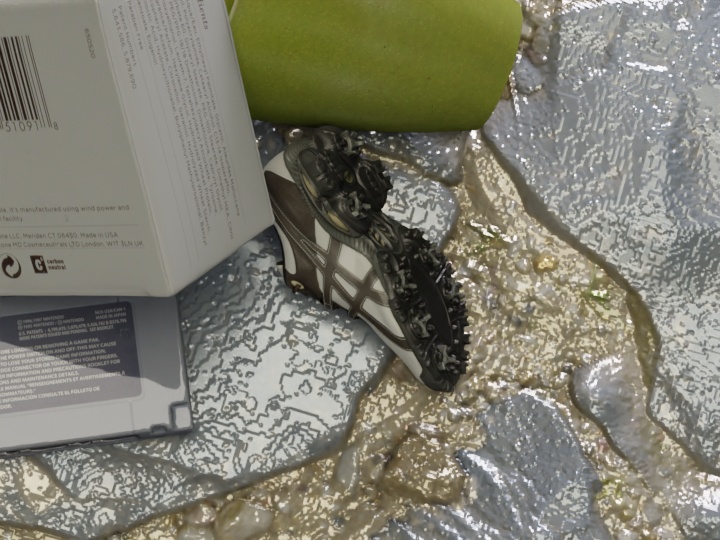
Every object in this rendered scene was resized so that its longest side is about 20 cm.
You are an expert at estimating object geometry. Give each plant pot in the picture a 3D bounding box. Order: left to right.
[{"bbox_3d":[0.001,-0.170,1.672,0.199,0.187,0.188,17,76,-13],"label":"plant pot"}]

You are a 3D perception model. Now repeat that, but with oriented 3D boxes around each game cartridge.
[{"bbox_3d":[-0.218,0.056,1.667,0.199,0.041,0.134,-7,81,-4],"label":"game cartridge"}]

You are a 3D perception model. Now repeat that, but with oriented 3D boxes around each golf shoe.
[{"bbox_3d":[0.000,0.000,1.678,0.201,0.094,0.078,59,37,-9],"label":"golf shoe"}]

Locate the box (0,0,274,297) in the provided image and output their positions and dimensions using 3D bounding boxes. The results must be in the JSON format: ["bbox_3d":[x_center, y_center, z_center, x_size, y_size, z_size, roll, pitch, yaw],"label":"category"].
[{"bbox_3d":[-0.185,-0.096,1.575,0.198,0.131,0.201,0,113,33],"label":"box"}]
